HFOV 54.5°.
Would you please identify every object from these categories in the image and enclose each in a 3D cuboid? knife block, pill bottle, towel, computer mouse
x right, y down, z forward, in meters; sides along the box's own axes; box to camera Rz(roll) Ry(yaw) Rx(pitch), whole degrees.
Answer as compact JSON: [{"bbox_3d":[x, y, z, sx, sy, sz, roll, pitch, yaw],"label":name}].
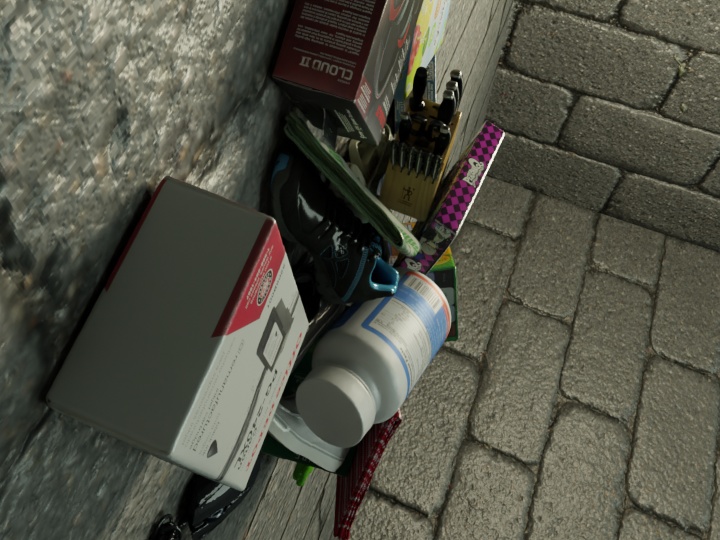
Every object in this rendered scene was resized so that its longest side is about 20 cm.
[{"bbox_3d":[0.079,-0.160,0.808,0.201,0.062,0.179,-61,169,-61],"label":"knife block"},{"bbox_3d":[0.014,0.092,0.760,0.200,0.110,0.114,-45,154,-46],"label":"pill bottle"},{"bbox_3d":[0.000,-0.073,0.673,0.023,0.153,0.200,-43,172,5],"label":"towel"},{"bbox_3d":[-0.146,0.250,0.705,0.200,0.045,0.144,-55,159,-61],"label":"computer mouse"},{"bbox_3d":[0.008,0.216,0.878,0.145,0.022,0.204,-91,-160,-65],"label":"towel"}]

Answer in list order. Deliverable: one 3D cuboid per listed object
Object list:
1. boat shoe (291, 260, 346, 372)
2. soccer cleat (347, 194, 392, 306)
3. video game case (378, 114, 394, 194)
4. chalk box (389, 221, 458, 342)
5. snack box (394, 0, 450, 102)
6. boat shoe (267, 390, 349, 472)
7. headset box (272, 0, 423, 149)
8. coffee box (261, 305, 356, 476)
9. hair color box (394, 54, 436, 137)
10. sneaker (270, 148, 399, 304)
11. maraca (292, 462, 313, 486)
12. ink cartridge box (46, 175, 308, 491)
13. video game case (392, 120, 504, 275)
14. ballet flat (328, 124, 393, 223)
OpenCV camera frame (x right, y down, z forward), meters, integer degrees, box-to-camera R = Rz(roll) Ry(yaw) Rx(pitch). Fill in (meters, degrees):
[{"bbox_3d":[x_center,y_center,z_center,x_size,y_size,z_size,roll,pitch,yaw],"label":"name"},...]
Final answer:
[{"bbox_3d":[-0.063,0.033,0.745,0.201,0.069,0.067,-51,160,-46],"label":"boat shoe"},{"bbox_3d":[0.000,0.000,0.897,0.067,0.085,0.205,-2,112,-32],"label":"soccer cleat"},{"bbox_3d":[0.008,-0.104,1.019,0.144,0.019,0.204,87,24,-64],"label":"video game case"},{"bbox_3d":[0.077,0.028,1.030,0.201,0.120,0.128,-90,175,-61],"label":"chalk box"},{"bbox_3d":[0.061,-0.315,0.789,0.202,0.066,0.172,-64,167,-49],"label":"snack box"},{"bbox_3d":[-0.060,0.165,0.778,0.069,0.071,0.200,-54,137,-10],"label":"boat shoe"},{"bbox_3d":[-0.002,-0.208,0.598,0.149,0.073,0.205,23,85,-81],"label":"headset box"},{"bbox_3d":[-0.043,0.142,0.878,0.044,0.120,0.205,-161,-92,-76],"label":"coffee box"},{"bbox_3d":[0.080,-0.215,1.030,0.201,0.059,0.103,79,10,-71],"label":"hair color box"},{"bbox_3d":[-0.021,-0.040,0.667,0.201,0.080,0.075,59,39,-50],"label":"sneaker"},{"bbox_3d":[-0.050,0.199,0.979,0.138,0.104,0.204,79,30,-63],"label":"maraca"},{"bbox_3d":[-0.104,0.057,0.477,0.201,0.081,0.148,83,27,-68],"label":"ink cartridge box"},{"bbox_3d":[0.101,-0.069,0.892,0.202,0.035,0.182,-60,-178,-37],"label":"video game case"},{"bbox_3d":[-0.008,-0.112,0.834,0.065,0.066,0.202,66,34,-34],"label":"ballet flat"}]
